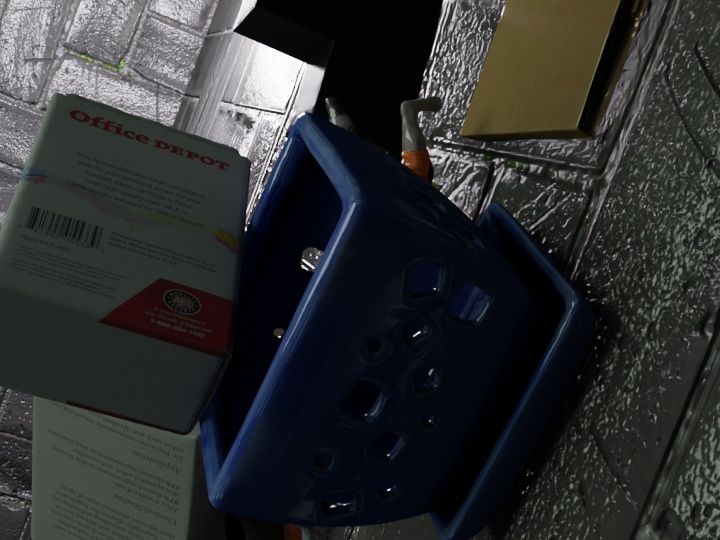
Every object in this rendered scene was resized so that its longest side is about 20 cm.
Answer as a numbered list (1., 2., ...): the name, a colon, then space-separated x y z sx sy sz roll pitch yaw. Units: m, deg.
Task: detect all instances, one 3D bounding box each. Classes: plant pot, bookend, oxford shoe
1. plant pot: 0.018 0.039 0.680 0.200 0.180 0.200 -116 47 -66
2. bookend: -0.042 -0.211 1.083 0.092 0.198 0.200 -18 55 65
3. oxford shoe: -0.088 0.282 0.906 0.071 0.072 0.200 -59 21 29

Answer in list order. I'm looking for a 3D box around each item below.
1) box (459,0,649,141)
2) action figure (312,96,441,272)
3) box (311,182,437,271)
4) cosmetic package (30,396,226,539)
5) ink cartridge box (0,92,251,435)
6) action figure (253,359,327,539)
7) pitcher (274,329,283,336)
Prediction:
1. box: 0.142 -0.171 0.792 0.164 0.021 0.200 -71 18 0
2. action figure: -0.013 -0.023 0.845 0.200 0.105 0.194 -14 61 37
3. box: 0.000 0.000 0.983 0.200 0.050 0.075 -51 26 44
4. cosmetic package: -0.183 0.158 1.002 0.166 0.167 0.200 -46 -29 -56
5. ink cartridge box: -0.155 -0.010 0.710 0.200 0.145 0.083 -91 24 -50
6. action figure: -0.066 0.143 0.876 0.200 0.149 0.134 -30 47 55
7. pitcher: -0.150 0.011 1.117 0.172 0.200 0.121 -18 -57 -70
